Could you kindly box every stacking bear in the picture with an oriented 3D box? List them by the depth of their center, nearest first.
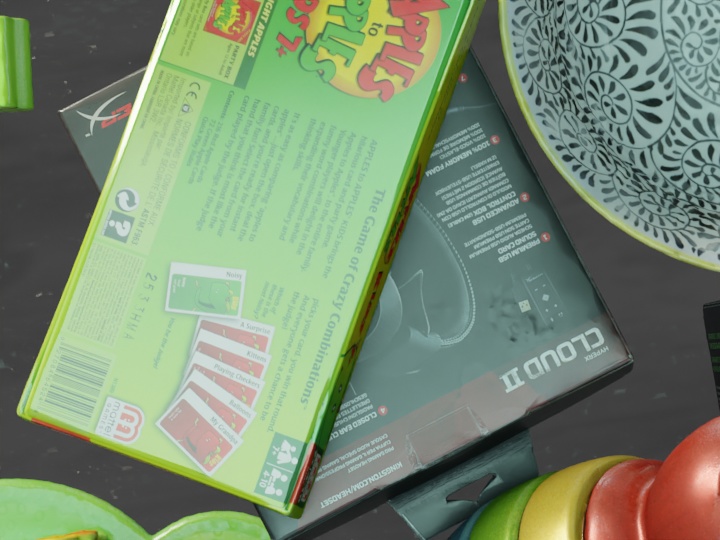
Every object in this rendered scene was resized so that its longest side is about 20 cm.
[{"bbox_3d":[0.094,0.116,0.949,0.121,0.200,0.114,16,53,-37],"label":"stacking bear"}]

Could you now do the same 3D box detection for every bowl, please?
[{"bbox_3d":[0.150,-0.096,1.012,0.200,0.094,0.202,0,89,1],"label":"bowl"}]

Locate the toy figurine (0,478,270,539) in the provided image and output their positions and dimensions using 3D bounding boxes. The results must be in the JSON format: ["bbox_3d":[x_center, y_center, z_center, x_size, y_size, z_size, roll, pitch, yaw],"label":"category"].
[{"bbox_3d":[-0.110,0.147,0.962,0.199,0.184,0.151,-13,88,0],"label":"toy figurine"}]

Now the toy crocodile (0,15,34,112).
[{"bbox_3d":[-0.224,-0.070,1.038,0.199,0.062,0.068,-8,88,-4],"label":"toy crocodile"}]

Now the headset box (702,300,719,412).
[{"bbox_3d":[0.229,0.081,1.006,0.173,0.093,0.201,-9,88,-1],"label":"headset box"}]

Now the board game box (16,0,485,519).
[{"bbox_3d":[-0.036,-0.025,0.955,0.101,0.048,0.201,19,85,5],"label":"board game box"}]

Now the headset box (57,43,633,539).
[{"bbox_3d":[0.000,0.000,1.012,0.148,0.077,0.200,-28,84,0],"label":"headset box"}]
